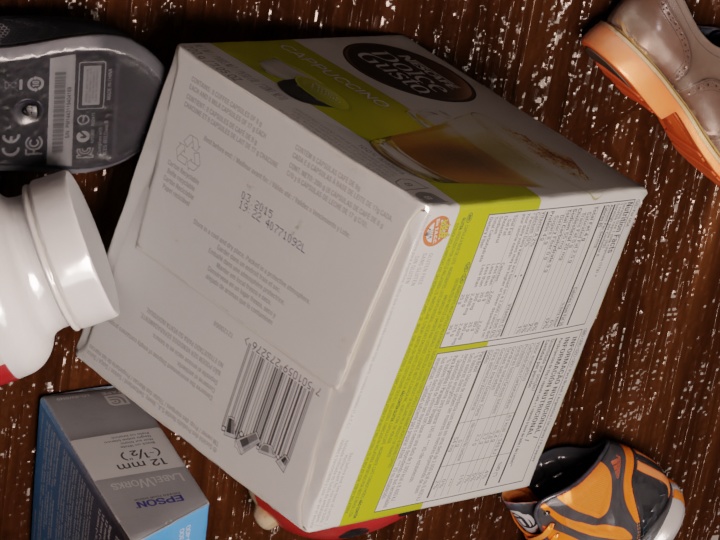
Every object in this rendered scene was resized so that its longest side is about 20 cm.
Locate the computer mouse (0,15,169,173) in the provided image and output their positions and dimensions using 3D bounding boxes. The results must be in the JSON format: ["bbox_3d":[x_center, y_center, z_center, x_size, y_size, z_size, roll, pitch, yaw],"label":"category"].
[{"bbox_3d":[-0.202,-0.104,1.546,0.200,0.053,0.139,1,123,-17],"label":"computer mouse"}]

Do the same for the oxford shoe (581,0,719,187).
[{"bbox_3d":[0.220,-0.102,1.747,0.073,0.071,0.200,-47,128,0],"label":"oxford shoe"}]

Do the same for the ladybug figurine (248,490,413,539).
[{"bbox_3d":[0.017,0.098,1.765,0.200,0.072,0.136,-43,129,3],"label":"ladybug figurine"}]

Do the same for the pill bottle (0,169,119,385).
[{"bbox_3d":[-0.237,0.019,1.538,0.200,0.112,0.112,-20,127,2],"label":"pill bottle"}]

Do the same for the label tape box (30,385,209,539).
[{"bbox_3d":[-0.132,0.179,1.658,0.066,0.200,0.143,-8,122,-25],"label":"label tape box"}]

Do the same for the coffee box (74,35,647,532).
[{"bbox_3d":[0.000,0.000,1.583,0.198,0.200,0.200,-7,124,-48],"label":"coffee box"}]

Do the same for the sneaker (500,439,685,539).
[{"bbox_3d":[0.116,0.192,1.882,0.112,0.078,0.200,38,87,-34],"label":"sneaker"}]
